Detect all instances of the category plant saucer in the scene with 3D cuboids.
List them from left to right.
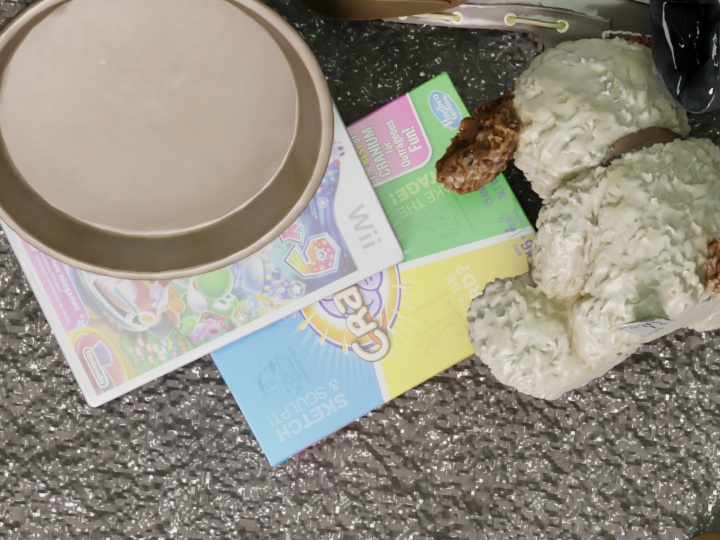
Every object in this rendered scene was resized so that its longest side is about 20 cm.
[{"bbox_3d":[-0.114,-0.081,1.419,0.199,0.030,0.201,-2,128,-3],"label":"plant saucer"}]

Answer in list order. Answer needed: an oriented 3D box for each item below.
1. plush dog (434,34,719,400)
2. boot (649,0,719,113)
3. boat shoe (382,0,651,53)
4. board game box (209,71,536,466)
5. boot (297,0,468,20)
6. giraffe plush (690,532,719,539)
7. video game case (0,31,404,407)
[{"bbox_3d":[0.143,-0.048,1.446,0.199,0.161,0.172,-21,75,-25],"label":"plush dog"},{"bbox_3d":[0.242,-0.101,1.445,0.065,0.200,0.166,-25,76,35],"label":"boot"},{"bbox_3d":[0.110,-0.153,1.519,0.199,0.072,0.060,12,105,-2],"label":"boat shoe"},{"bbox_3d":[0.000,0.000,1.526,0.199,0.040,0.153,-30,86,0],"label":"board game box"},{"bbox_3d":[-0.027,-0.225,1.463,0.199,0.077,0.156,10,82,9],"label":"boot"},{"bbox_3d":[0.239,0.220,1.441,0.173,0.162,0.200,44,89,4],"label":"giraffe plush"},{"bbox_3d":[-0.094,-0.029,1.490,0.199,0.018,0.144,-25,97,1],"label":"video game case"}]
